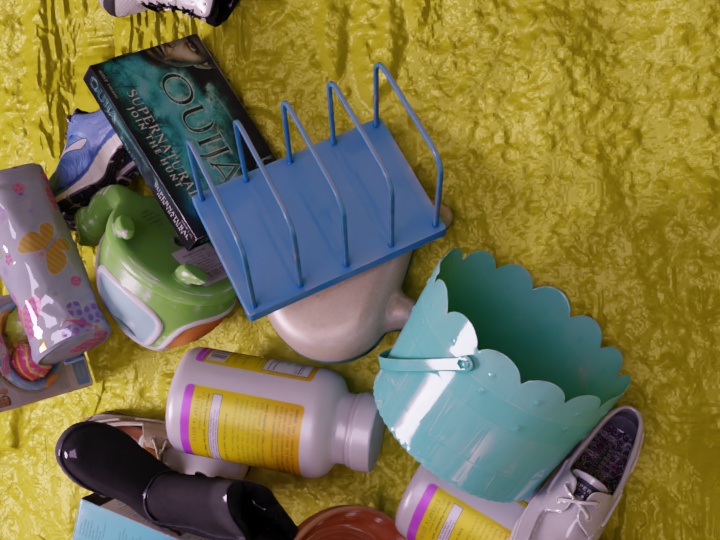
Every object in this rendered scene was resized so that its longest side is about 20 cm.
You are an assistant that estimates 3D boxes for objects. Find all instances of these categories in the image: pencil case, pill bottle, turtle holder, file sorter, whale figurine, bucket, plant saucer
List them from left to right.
[{"bbox_3d":[-0.322,-0.006,1.182,0.091,0.083,0.201,-40,73,52],"label":"pencil case"},{"bbox_3d":[-0.211,-0.002,1.186,0.184,0.141,0.132,24,124,-8],"label":"turtle holder"},{"bbox_3d":[-0.080,0.141,1.155,0.198,0.104,0.105,9,97,12],"label":"pill bottle"},{"bbox_3d":[-0.041,-0.077,1.055,0.199,0.123,0.139,-24,63,-11],"label":"file sorter"},{"bbox_3d":[-0.017,0.323,1.120,0.032,0.199,0.202,-8,91,48],"label":"plant saucer"},{"bbox_3d":[0.000,0.000,1.145,0.159,0.104,0.200,41,82,17],"label":"whale figurine"},{"bbox_3d":[0.117,0.092,1.043,0.207,0.207,0.135,40,114,13],"label":"bucket"},{"bbox_3d":[0.138,0.244,1.094,0.199,0.104,0.105,29,103,17],"label":"pill bottle"}]

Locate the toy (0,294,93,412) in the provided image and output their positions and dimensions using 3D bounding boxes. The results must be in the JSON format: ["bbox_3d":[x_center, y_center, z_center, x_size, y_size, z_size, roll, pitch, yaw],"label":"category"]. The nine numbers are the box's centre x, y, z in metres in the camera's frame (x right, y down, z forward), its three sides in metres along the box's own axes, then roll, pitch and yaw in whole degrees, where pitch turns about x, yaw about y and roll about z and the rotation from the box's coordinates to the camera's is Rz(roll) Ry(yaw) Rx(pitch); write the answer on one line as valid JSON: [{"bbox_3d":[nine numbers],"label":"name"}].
[{"bbox_3d":[-0.344,0.077,1.209,0.047,0.199,0.116,-18,88,32],"label":"toy"}]

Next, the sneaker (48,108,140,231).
[{"bbox_3d":[-0.279,-0.117,1.249,0.200,0.078,0.090,-39,59,23],"label":"sneaker"}]

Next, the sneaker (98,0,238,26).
[{"bbox_3d":[-0.174,-0.281,1.187,0.198,0.076,0.089,-16,88,21],"label":"sneaker"}]

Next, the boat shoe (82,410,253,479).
[{"bbox_3d":[-0.210,0.192,1.240,0.198,0.068,0.076,4,95,20],"label":"boat shoe"}]

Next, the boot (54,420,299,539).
[{"bbox_3d":[-0.172,0.202,1.099,0.199,0.165,0.066,4,62,50],"label":"boot"}]

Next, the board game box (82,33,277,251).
[{"bbox_3d":[-0.164,-0.130,1.167,0.201,0.135,0.028,57,141,7],"label":"board game box"}]

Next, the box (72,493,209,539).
[{"bbox_3d":[-0.192,0.282,1.233,0.198,0.082,0.050,18,101,19],"label":"box"}]

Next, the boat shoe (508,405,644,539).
[{"bbox_3d":[0.191,0.197,1.025,0.072,0.200,0.069,35,146,20],"label":"boat shoe"}]
